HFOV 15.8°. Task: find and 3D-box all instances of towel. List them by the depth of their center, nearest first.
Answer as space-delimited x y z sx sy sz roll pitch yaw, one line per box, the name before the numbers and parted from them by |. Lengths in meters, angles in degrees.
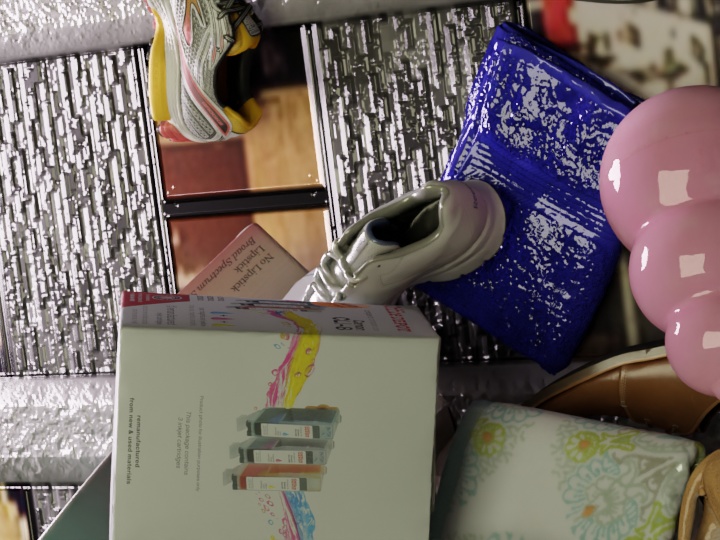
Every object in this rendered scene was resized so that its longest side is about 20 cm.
towel | 0.116 0.188 1.603 0.171 0.048 0.201 10 81 35
towel | 0.113 -0.048 1.742 0.147 0.049 0.201 33 116 26

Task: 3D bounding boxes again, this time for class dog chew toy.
dog chew toy | 0.217 -0.013 1.604 0.124 0.124 0.201 -29 55 35

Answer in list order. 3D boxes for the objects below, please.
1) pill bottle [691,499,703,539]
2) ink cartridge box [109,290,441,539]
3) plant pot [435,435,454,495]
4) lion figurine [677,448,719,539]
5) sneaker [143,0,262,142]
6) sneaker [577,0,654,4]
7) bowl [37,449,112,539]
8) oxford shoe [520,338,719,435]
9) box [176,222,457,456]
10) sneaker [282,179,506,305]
pill bottle | 0.219 0.234 1.622 0.116 0.116 0.200 -50 62 30
ink cartridge box | -0.054 0.096 1.625 0.199 0.145 0.145 3 97 -5
plant pot | 0.085 0.210 1.744 0.199 0.200 0.174 24 94 29
lion figurine | 0.264 0.128 1.537 0.199 0.072 0.123 -9 92 -6
sneaker | -0.105 -0.190 1.858 0.082 0.078 0.201 6 112 29
sneaker | 0.107 -0.243 1.687 0.199 0.084 0.121 9 109 25
bowl | -0.193 0.227 1.937 0.105 0.201 0.201 38 120 -1
oxford shoe | 0.190 0.080 1.702 0.199 0.071 0.072 -20 91 34
box | -0.044 0.088 1.808 0.128 0.109 0.200 -44 68 -11
sneaker | 0.000 0.000 1.718 0.200 0.087 0.075 -41 65 13
